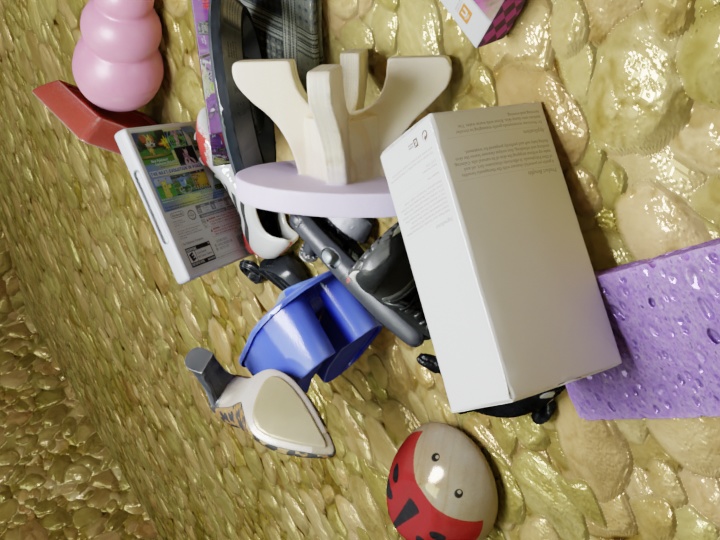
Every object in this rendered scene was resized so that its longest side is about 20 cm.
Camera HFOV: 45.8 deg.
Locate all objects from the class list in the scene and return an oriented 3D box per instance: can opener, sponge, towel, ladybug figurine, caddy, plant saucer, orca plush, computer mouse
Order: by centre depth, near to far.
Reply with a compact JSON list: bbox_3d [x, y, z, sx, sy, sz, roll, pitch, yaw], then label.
[{"bbox_3d":[0.206,0.048,0.603,0.199,0.029,0.113,-22,92,63],"label":"sponge"},{"bbox_3d":[0.105,0.097,0.771,0.199,0.070,0.107,6,117,59],"label":"orca plush"},{"bbox_3d":[0.000,0.000,0.874,0.201,0.063,0.079,52,129,17],"label":"can opener"},{"bbox_3d":[-0.093,-0.256,0.889,0.192,0.034,0.203,36,139,38],"label":"towel"},{"bbox_3d":[0.079,0.246,0.932,0.136,0.071,0.201,52,150,23],"label":"ladybug figurine"},{"bbox_3d":[-0.063,0.071,0.971,0.106,0.140,0.200,53,150,13],"label":"caddy"},{"bbox_3d":[-0.116,0.000,1.129,0.059,0.034,0.199,43,165,-23],"label":"computer mouse"},{"bbox_3d":[-0.348,-0.209,1.237,0.200,0.198,0.037,39,105,40],"label":"plant saucer"}]

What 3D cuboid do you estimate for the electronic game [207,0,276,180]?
[{"bbox_3d":[-0.116,-0.167,0.828,0.200,0.041,0.204,-7,-90,-88],"label":"electronic game"}]

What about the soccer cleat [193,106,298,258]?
[{"bbox_3d":[-0.136,-0.111,1.041,0.085,0.068,0.203,-15,100,50],"label":"soccer cleat"}]

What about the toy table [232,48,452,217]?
[{"bbox_3d":[-0.011,-0.119,0.718,0.184,0.196,0.119,-96,4,-70],"label":"toy table"}]

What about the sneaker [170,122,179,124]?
[{"bbox_3d":[-0.207,-0.109,1.173,0.087,0.074,0.203,-122,8,-81],"label":"sneaker"}]

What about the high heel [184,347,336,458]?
[{"bbox_3d":[-0.092,0.161,0.921,0.198,0.072,0.143,28,158,26],"label":"high heel"}]

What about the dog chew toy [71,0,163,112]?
[{"bbox_3d":[-0.322,-0.315,1.146,0.125,0.123,0.202,49,141,26],"label":"dog chew toy"}]

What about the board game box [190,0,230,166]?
[{"bbox_3d":[-0.163,-0.227,0.922,0.120,0.032,0.204,118,144,-81],"label":"board game box"}]

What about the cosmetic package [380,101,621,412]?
[{"bbox_3d":[0.099,-0.010,0.621,0.085,0.106,0.204,-28,74,61],"label":"cosmetic package"}]

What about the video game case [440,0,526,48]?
[{"bbox_3d":[0.075,-0.284,0.562,0.183,0.035,0.200,56,151,14],"label":"video game case"}]

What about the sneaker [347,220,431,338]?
[{"bbox_3d":[0.056,0.015,0.735,0.088,0.076,0.200,48,-173,15],"label":"sneaker"}]

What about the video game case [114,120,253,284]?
[{"bbox_3d":[-0.198,-0.092,1.043,0.022,0.200,0.185,-22,93,26],"label":"video game case"}]
